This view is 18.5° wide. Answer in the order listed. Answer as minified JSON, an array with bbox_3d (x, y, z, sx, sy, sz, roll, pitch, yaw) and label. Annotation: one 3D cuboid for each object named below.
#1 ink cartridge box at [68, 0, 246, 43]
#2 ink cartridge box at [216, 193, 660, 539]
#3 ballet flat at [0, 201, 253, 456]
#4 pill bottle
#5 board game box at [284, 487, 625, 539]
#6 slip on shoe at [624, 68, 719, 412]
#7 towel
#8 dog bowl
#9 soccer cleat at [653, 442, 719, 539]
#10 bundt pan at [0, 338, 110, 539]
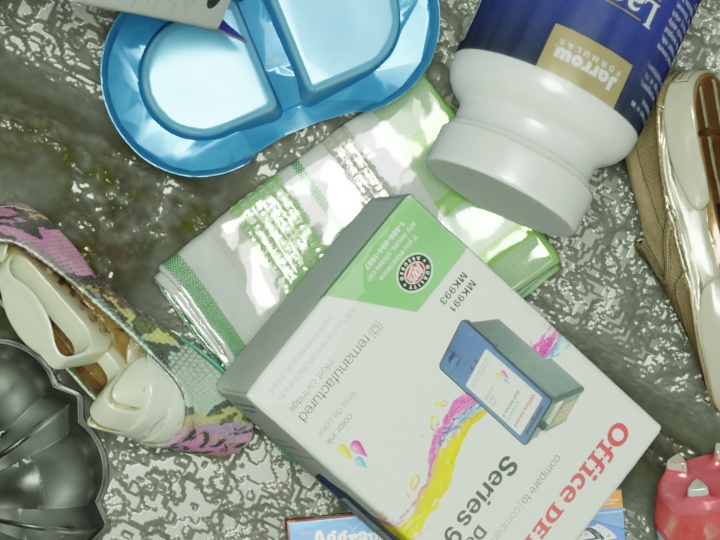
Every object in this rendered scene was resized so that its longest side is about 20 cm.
[{"bbox_3d":[-0.157,-0.201,1.153,0.198,0.200,0.044,42,103,17],"label":"ink cartridge box"},{"bbox_3d":[0.044,0.077,1.231,0.200,0.087,0.146,43,79,-12],"label":"ink cartridge box"},{"bbox_3d":[-0.148,0.045,1.241,0.200,0.071,0.069,44,119,-4],"label":"ballet flat"},{"bbox_3d":[0.119,-0.129,1.247,0.115,0.116,0.201,25,82,-6],"label":"pill bottle"},{"bbox_3d":[0.058,0.187,1.292,0.198,0.019,0.104,-5,91,-6],"label":"board game box"},{"bbox_3d":[0.192,-0.015,1.292,0.060,0.076,0.202,-7,100,33],"label":"slip on shoe"},{"bbox_3d":[0.000,0.000,1.282,0.199,0.031,0.150,-37,94,-6],"label":"towel"},{"bbox_3d":[-0.052,-0.126,1.268,0.198,0.050,0.112,-23,92,-5],"label":"dog bowl"},{"bbox_3d":[0.266,0.131,1.302,0.198,0.067,0.077,-11,122,-12],"label":"soccer cleat"},{"bbox_3d":[-0.238,0.129,1.232,0.200,0.076,0.204,0,89,-7],"label":"bundt pan"}]
